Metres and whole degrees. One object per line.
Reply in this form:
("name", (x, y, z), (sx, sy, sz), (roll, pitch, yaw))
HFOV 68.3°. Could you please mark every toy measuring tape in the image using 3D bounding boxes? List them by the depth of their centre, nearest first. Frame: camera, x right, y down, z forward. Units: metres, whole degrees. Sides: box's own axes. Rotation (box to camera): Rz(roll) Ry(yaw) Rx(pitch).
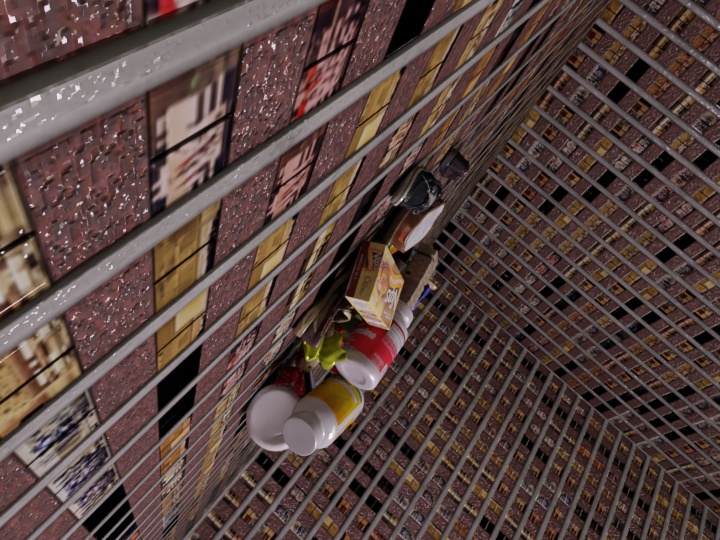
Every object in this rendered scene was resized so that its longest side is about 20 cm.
("toy measuring tape", (-0.018, 0.130, 1.275), (0.074, 0.074, 0.199), (-49, 129, 1))

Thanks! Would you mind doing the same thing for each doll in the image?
("doll", (0.114, 0.106, 1.398), (0.201, 0.048, 0.136), (-48, -171, -4))

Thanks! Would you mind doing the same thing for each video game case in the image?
("video game case", (-0.122, 0.307, 1.327), (0.019, 0.146, 0.200), (-11, -160, -5))

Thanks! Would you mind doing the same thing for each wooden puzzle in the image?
("wooden puzzle", (0.096, -0.098, 1.179), (0.187, 0.037, 0.200), (-59, 173, 26))

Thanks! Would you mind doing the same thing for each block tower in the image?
("block tower", (0.135, 0.022, 1.325), (0.202, 0.053, 0.058), (-58, 154, -30))

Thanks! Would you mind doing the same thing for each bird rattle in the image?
("bird rattle", (-0.101, 0.180, 1.169), (0.201, 0.111, 0.165), (-56, -168, 41))

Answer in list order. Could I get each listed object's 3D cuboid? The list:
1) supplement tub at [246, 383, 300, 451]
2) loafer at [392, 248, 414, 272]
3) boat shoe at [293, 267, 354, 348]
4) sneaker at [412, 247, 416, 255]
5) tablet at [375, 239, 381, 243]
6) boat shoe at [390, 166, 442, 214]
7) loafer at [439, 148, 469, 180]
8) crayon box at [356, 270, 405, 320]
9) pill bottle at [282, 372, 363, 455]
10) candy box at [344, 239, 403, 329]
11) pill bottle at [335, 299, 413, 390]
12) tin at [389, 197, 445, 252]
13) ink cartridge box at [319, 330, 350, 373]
("supplement tub", (-0.191, 0.348, 1.277), (0.145, 0.144, 0.200), (-48, 173, -11))
("loafer", (0.071, -0.010, 1.290), (0.071, 0.073, 0.201), (-44, -169, 52))
("boat shoe", (-0.047, 0.075, 1.060), (0.200, 0.072, 0.072), (-46, 173, -36))
("sneaker", (0.119, -0.008, 1.661), (0.077, 0.091, 0.201), (-41, 169, -47))
("tablet", (0.000, 0.000, 1.234), (0.131, 0.014, 0.200), (-50, 173, -9))
("boat shoe", (0.108, -0.145, 0.970), (0.075, 0.062, 0.200), (-51, 173, 22))
("loafer", (0.229, -0.240, 1.258), (0.072, 0.063, 0.200), (-51, 174, 13))
("crayon box", (0.058, 0.051, 1.350), (0.201, 0.119, 0.058), (-51, -168, -32))
("pill bottle", (-0.081, 0.312, 1.151), (0.113, 0.113, 0.199), (-53, 168, 27))
("candy box", (0.033, 0.035, 1.071), (0.200, 0.054, 0.118), (57, 49, -65))
("pill bottle", (0.037, 0.158, 1.199), (0.201, 0.111, 0.113), (-51, 175, -33))
("tin", (0.122, -0.100, 1.113), (0.113, 0.042, 0.200), (-55, 170, 28))
("ink cartridge box", (-0.043, 0.167, 1.352), (0.200, 0.114, 0.068), (-42, 149, -54))
